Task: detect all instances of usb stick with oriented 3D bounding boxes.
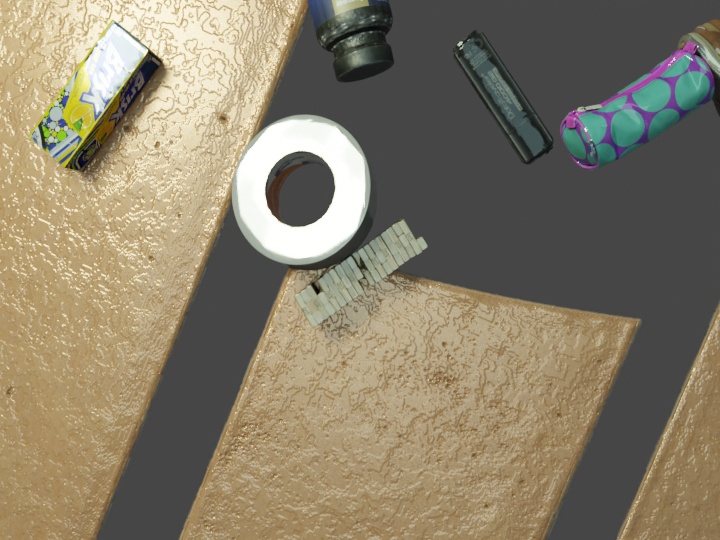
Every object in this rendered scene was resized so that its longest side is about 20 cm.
[{"bbox_3d":[0.204,-0.245,0.973,0.055,0.033,0.202,-34,93,9],"label":"usb stick"}]

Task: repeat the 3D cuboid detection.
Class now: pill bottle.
[{"bbox_3d":[-0.018,-0.370,0.928,0.109,0.112,0.206,-15,93,1],"label":"pill bottle"}]

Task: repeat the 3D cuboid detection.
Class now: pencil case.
[{"bbox_3d":[0.381,-0.223,0.946,0.197,0.086,0.094,-31,121,1],"label":"pencil case"}]

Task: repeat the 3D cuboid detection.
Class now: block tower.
[{"bbox_3d":[0.000,0.000,0.977,0.197,0.054,0.059,-34,93,2],"label":"block tower"}]

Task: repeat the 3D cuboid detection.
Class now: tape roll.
[{"bbox_3d":[-0.076,-0.105,0.943,0.194,0.066,0.207,-2,82,12],"label":"tape roll"}]

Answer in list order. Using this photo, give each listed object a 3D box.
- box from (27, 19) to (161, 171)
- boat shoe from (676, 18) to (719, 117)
[{"bbox_3d":[-0.371,-0.243,0.961,0.070,0.064,0.202,37,93,-1],"label":"box"},{"bbox_3d":[0.529,-0.262,0.950,0.071,0.076,0.202,-38,94,0],"label":"boat shoe"}]
